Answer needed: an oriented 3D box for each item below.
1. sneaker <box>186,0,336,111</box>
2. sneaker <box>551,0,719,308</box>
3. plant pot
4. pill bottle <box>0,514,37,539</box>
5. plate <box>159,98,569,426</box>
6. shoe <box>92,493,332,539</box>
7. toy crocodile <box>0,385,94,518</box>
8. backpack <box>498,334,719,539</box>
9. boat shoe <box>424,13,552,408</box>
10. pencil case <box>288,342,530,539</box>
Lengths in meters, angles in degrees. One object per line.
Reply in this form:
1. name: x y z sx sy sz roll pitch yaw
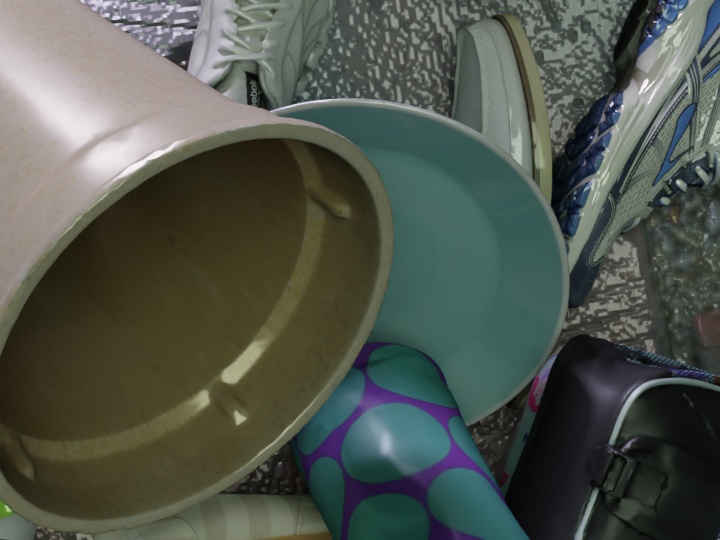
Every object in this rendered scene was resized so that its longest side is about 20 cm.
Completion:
1. sneaker: -0.054 -0.108 1.036 0.075 0.081 0.200 12 86 -4
2. sneaker: 0.158 -0.064 1.062 0.085 0.077 0.200 28 87 -9
3. plant pot: -0.119 -0.024 0.887 0.200 0.201 0.183 -43 55 -5
4. pill bottle: -0.222 0.157 0.995 0.112 0.112 0.200 15 87 -6
5. plate: 0.000 0.000 0.996 0.200 0.026 0.200 2 125 3
6. shoe: -0.042 0.128 1.014 0.200 0.070 0.053 1 58 -37
7. toy crocodile: -0.131 0.069 0.953 0.200 0.062 0.068 -13 88 -32
8. backpack: 0.160 0.133 1.008 0.200 0.151 0.178 16 96 -21
9. boat shoe: 0.056 -0.028 1.047 0.068 0.075 0.200 -3 91 -10
10. pencil case: 0.029 0.116 0.935 0.085 0.200 0.092 -28 128 0
